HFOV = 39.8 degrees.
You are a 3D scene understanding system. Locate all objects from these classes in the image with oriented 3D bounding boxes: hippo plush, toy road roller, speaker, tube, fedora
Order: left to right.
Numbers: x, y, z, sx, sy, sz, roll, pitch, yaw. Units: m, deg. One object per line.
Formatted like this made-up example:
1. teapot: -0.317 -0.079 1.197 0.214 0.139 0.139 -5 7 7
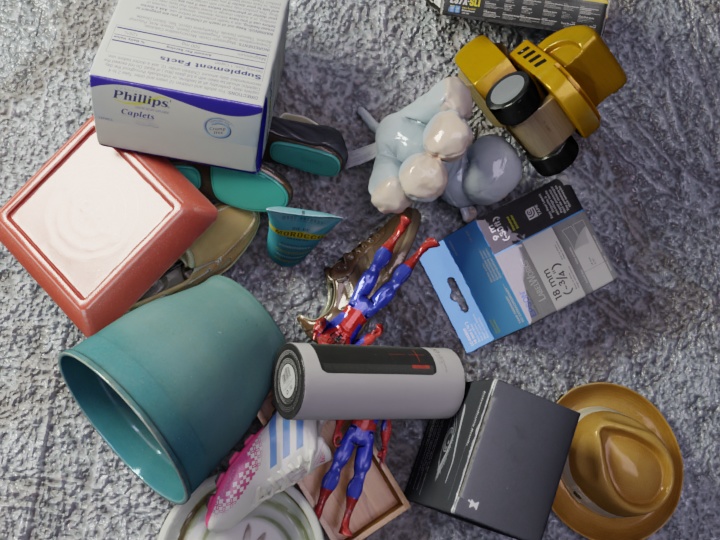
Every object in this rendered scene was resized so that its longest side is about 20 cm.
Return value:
1. tube: -0.071 -0.044 1.096 0.077 0.200 0.051 1 81 -9
2. speaker: 0.011 0.120 1.063 0.199 0.081 0.082 5 81 -29
3. hippo plush: 0.095 -0.111 1.166 0.161 0.200 0.160 31 64 -31
4. toy road roller: 0.214 -0.218 1.159 0.146 0.200 0.123 -40 123 8
5. fedora: 0.310 0.231 1.188 0.200 0.082 0.202 2 81 -11

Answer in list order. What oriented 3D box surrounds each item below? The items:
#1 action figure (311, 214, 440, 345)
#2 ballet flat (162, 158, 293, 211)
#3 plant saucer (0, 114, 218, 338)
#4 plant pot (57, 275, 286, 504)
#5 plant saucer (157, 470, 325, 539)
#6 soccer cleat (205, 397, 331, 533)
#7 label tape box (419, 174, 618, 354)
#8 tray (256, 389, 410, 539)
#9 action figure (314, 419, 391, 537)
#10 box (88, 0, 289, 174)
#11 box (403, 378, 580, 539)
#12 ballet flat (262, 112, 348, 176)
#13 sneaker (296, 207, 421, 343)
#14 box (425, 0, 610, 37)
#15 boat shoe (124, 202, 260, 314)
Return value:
1. action figure: 0.009 0.033 1.093 0.065 0.099 0.200 37 89 -4
2. ballet flat: -0.170 -0.115 1.142 0.199 0.068 0.069 8 38 5
3. plant saucer: -0.291 -0.060 1.094 0.200 0.037 0.200 -46 74 -1
4. plant pot: -0.185 0.111 1.067 0.188 0.200 0.200 -41 91 -29
5. plant saucer: -0.127 0.321 1.089 0.199 0.050 0.201 -6 69 14
6. soccer cleat: -0.085 0.203 1.062 0.086 0.070 0.200 29 67 14
7. label tape box: 0.191 -0.006 1.210 0.199 0.063 0.145 -27 87 -13
8. tray: -0.037 0.212 1.151 0.098 0.037 0.200 -31 88 -13
9. action figure: -0.002 0.194 1.119 0.065 0.052 0.201 18 77 -2
10. box: -0.183 -0.224 1.102 0.183 0.105 0.201 10 50 -3
11. box: 0.139 0.207 1.099 0.104 0.200 0.149 22 79 -9
12. ballet flat: -0.110 -0.163 1.180 0.199 0.073 0.073 13 80 -2
13. sneaker: 0.000 0.000 1.170 0.075 0.070 0.200 31 77 -4
14. box: 0.180 -0.331 1.206 0.199 0.160 0.050 6 111 -9
15. boat shoe: -0.193 -0.014 1.132 0.200 0.076 0.072 -43 90 -14
